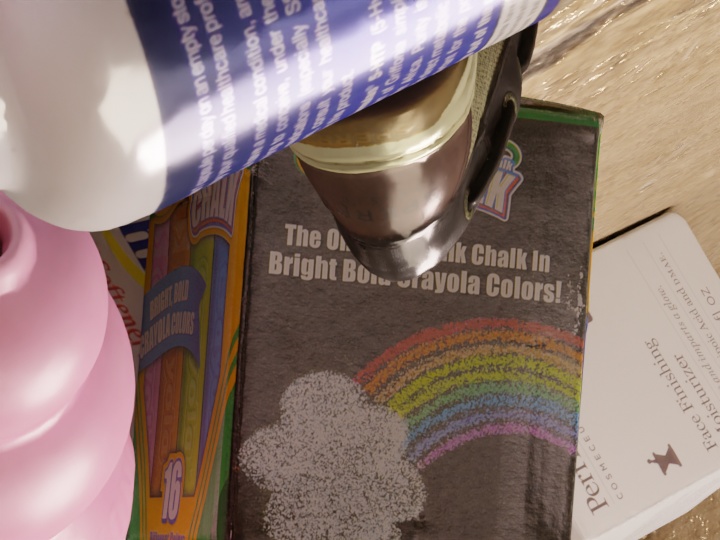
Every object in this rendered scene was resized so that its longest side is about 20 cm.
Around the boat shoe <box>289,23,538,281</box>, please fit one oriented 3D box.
[{"bbox_3d":[0.011,-0.069,0.773,0.073,0.065,0.200,0,-147,13],"label":"boat shoe"}]

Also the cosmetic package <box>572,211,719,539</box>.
[{"bbox_3d":[0.136,0.094,1.813,0.200,0.165,0.165,-25,168,-33],"label":"cosmetic package"}]

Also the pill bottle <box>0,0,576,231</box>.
[{"bbox_3d":[-0.049,-0.078,0.641,0.200,0.120,0.120,-28,169,-19],"label":"pill bottle"}]

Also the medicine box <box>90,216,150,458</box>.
[{"bbox_3d":[-0.142,0.062,1.067,0.200,0.103,0.182,-25,168,-30],"label":"medicine box"}]

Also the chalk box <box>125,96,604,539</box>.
[{"bbox_3d":[0.000,0.000,0.958,0.124,0.201,0.124,7,173,-19],"label":"chalk box"}]

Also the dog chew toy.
[{"bbox_3d":[-0.119,0.038,0.816,0.124,0.125,0.200,-26,160,-26],"label":"dog chew toy"}]
